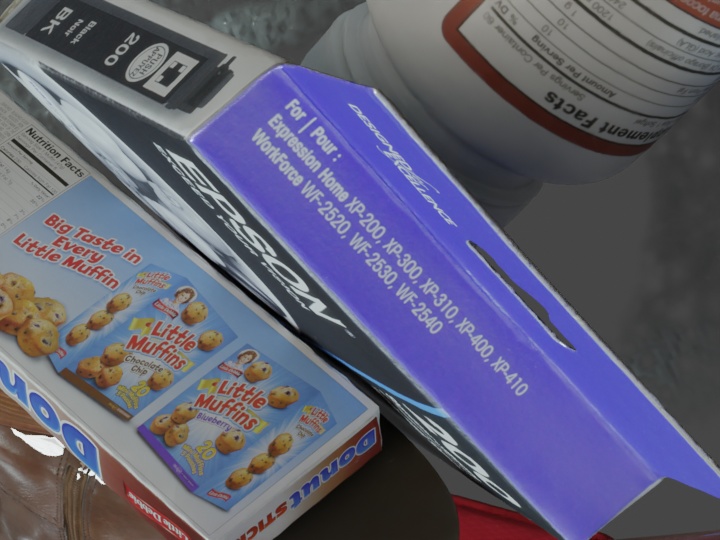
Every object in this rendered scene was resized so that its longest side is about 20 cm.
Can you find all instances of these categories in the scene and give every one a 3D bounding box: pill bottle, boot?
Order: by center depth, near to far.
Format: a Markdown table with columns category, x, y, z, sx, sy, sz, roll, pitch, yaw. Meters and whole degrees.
| category | x | y | z | sx | sy | sz | roll | pitch | yaw |
| --- | --- | --- | --- | --- | --- | --- | --- | --- | --- |
| pill bottle | 0.073 | -0.100 | 0.875 | 0.200 | 0.112 | 0.112 | -44 | 72 | 30 |
| boot | -0.052 | 0.105 | 0.980 | 0.186 | 0.064 | 0.201 | 26 | 145 | 18 |

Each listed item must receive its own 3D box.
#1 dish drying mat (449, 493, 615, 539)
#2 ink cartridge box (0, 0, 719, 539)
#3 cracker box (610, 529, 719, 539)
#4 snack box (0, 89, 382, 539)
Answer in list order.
| category | x | y | z | sx | sy | sz | roll | pitch | yaw |
| --- | --- | --- | --- | --- | --- | --- | --- | --- | --- |
| dish drying mat | 0.005 | 0.155 | 0.922 | 0.077 | 0.200 | 0.018 | 11 | 140 | 38 |
| ink cartridge box | 0.000 | 0.000 | 0.856 | 0.043 | 0.198 | 0.200 | -50 | 33 | -9 |
| cracker box | 0.109 | 0.180 | 0.864 | 0.134 | 0.057 | 0.201 | -12 | 85 | 51 |
| snack box | -0.087 | 0.012 | 0.909 | 0.200 | 0.072 | 0.024 | 39 | 151 | 28 |
